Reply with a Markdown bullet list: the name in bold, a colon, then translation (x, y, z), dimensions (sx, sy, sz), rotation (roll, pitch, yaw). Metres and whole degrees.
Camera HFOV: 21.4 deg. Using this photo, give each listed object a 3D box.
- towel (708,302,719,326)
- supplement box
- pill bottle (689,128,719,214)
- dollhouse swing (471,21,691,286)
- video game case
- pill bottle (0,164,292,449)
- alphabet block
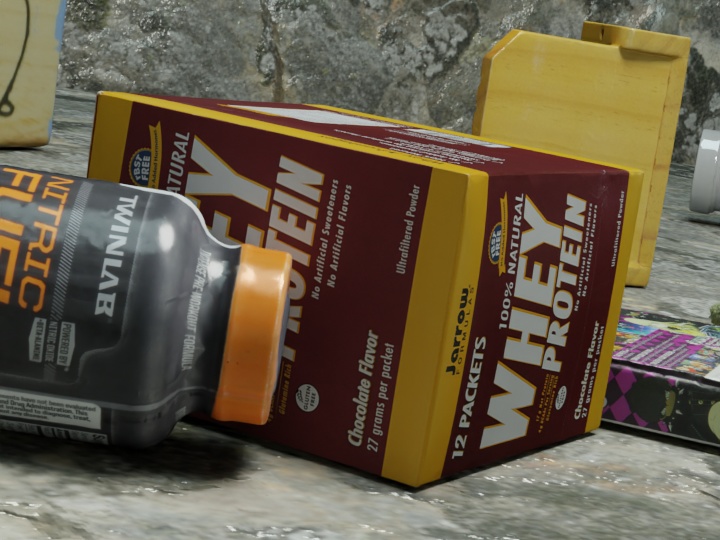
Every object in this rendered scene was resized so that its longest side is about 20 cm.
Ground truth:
- **towel**: translation (0.297, 0.039, 1.215), dimensions (0.147, 0.037, 0.200), rotation (15, 3, 9)
- **supplement box**: translation (0.000, 0.000, 0.901), dimensions (0.196, 0.134, 0.200), rotation (14, 10, 28)
- **pill bottle**: translation (0.476, -0.097, 2.144), dimensions (0.198, 0.117, 0.116), rotation (11, 8, 12)
- **dollhouse swing**: translation (0.156, -0.104, 1.546), dimensions (0.174, 0.202, 0.182), rotation (7, 9, -11)
- **video game case**: translation (0.183, 0.058, 1.045), dimensions (0.180, 0.036, 0.200), rotation (12, 8, 18)
- **pill bottle**: translation (-0.128, 0.013, 0.769), dimensions (0.198, 0.107, 0.106), rotation (9, 8, -2)
- **alphabet block**: translation (-0.409, -0.222, 1.762), dimensions (0.195, 0.197, 0.200), rotation (11, 9, 26)
